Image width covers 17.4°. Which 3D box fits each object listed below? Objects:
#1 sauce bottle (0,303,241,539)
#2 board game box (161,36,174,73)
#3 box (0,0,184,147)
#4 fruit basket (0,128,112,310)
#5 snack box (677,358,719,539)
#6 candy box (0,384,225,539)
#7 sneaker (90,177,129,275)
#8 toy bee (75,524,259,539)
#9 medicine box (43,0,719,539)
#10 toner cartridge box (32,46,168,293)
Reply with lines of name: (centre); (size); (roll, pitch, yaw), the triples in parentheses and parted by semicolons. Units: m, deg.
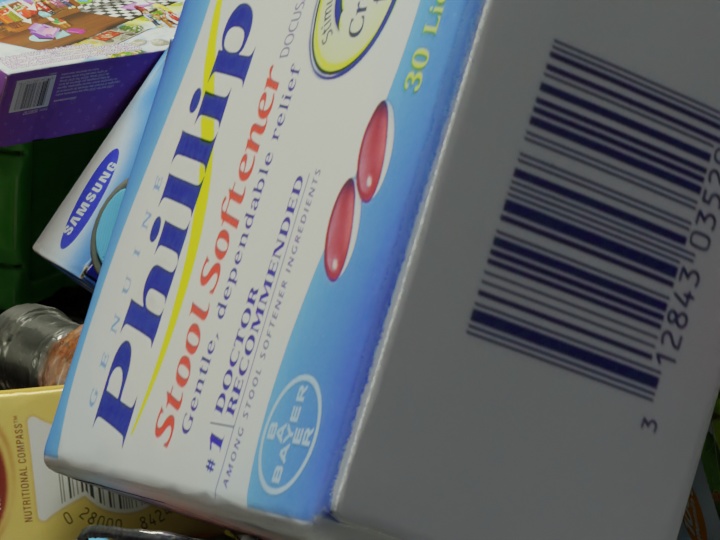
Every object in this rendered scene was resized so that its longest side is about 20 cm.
sauce bottle: (-0.076, 0.050, 0.881); (0.066, 0.066, 0.200); (-11, 19, -35)
board game box: (0.044, -0.025, 0.830); (0.151, 0.200, 0.037); (-27, -15, -18)
box: (-0.129, -0.114, 1.032); (0.137, 0.039, 0.200); (37, 31, 29)
fruit basket: (-0.186, -0.075, 1.104); (0.215, 0.156, 0.216); (4, 19, -1)
snack box: (0.122, 0.055, 0.680); (0.068, 0.169, 0.200); (-18, 31, -5)
candy box: (-0.156, 0.073, 0.751); (0.200, 0.057, 0.117); (-6, -8, -22)
sneaker: (0.000, 0.000, 0.912); (0.200, 0.073, 0.082); (10, -13, 9)
toy bee: (-0.060, 0.126, 0.640); (0.131, 0.109, 0.200); (1, -8, 22)
medicine box: (0.013, -0.010, 0.645); (0.103, 0.182, 0.200); (20, -9, -26)
toner cartridge box: (-0.044, -0.063, 0.998); (0.043, 0.200, 0.095); (26, -11, 48)
